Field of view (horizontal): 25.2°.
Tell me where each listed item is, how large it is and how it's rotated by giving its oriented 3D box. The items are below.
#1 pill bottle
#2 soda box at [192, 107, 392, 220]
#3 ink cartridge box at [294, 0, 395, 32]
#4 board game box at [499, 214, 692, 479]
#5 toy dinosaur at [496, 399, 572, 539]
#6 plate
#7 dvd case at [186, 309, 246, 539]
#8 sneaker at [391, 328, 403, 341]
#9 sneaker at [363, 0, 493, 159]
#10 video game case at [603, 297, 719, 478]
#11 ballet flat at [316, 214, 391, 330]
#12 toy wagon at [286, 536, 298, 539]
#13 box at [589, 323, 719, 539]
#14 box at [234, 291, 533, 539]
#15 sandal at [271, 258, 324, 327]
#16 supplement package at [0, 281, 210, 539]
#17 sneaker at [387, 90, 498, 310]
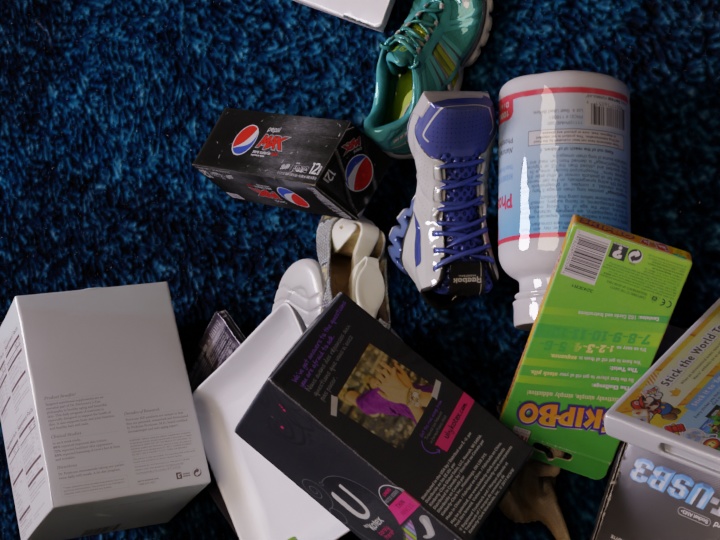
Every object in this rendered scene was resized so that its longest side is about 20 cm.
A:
[{"bbox_3d":[0.166,-0.053,1.309,0.108,0.108,0.202,-5,80,35],"label":"pill bottle"},{"bbox_3d":[-0.065,-0.099,1.470,0.199,0.063,0.071,13,69,50],"label":"soda box"},{"bbox_3d":[-0.018,-0.298,1.501,0.199,0.068,0.117,27,99,35],"label":"ink cartridge box"},{"bbox_3d":[0.177,0.063,1.248,0.095,0.030,0.201,18,111,2],"label":"board game box"},{"bbox_3d":[0.147,0.174,1.334,0.200,0.058,0.102,48,126,37],"label":"toy dinosaur"},{"bbox_3d":[-0.066,0.158,1.423,0.200,0.032,0.201,-44,64,44],"label":"plate"},{"bbox_3d":[-0.109,0.159,1.510,0.200,0.016,0.149,52,128,30],"label":"dvd case"},{"bbox_3d":[0.011,0.155,1.411,0.112,0.073,0.201,-32,66,29],"label":"sneaker"},{"bbox_3d":[0.059,-0.196,1.425,0.077,0.079,0.201,20,94,36],"label":"sneaker"},{"bbox_3d":[0.304,0.087,1.153,0.181,0.200,0.023,20,133,36],"label":"video game case"},{"bbox_3d":[0.000,0.000,1.406,0.072,0.072,0.201,-33,37,27],"label":"ballet flat"},{"bbox_3d":[-0.049,0.327,1.397,0.156,0.039,0.200,53,140,12],"label":"toy wagon"},{"bbox_3d":[0.291,0.164,1.226,0.199,0.050,0.200,21,95,36],"label":"box"},{"bbox_3d":[0.016,0.135,1.273,0.200,0.106,0.122,39,149,3],"label":"box"},{"bbox_3d":[-0.042,0.089,1.477,0.082,0.050,0.204,7,100,48],"label":"sandal"},{"bbox_3d":[-0.252,0.136,1.523,0.151,0.151,0.201,-45,55,58],"label":"supplement package"},{"bbox_3d":[0.083,-0.043,1.334,0.115,0.080,0.200,-114,26,-45],"label":"sneaker"}]
